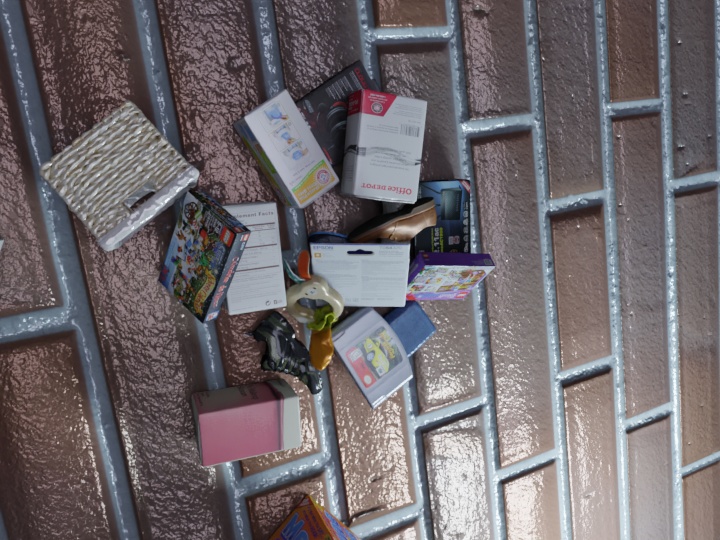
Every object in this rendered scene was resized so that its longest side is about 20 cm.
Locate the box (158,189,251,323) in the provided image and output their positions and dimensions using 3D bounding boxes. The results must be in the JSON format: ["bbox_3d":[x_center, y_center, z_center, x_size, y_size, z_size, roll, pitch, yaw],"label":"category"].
[{"bbox_3d":[-0.288,-0.025,1.006,0.038,0.136,0.202,-18,141,-56],"label":"box"}]

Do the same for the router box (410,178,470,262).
[{"bbox_3d":[0.175,-0.106,1.265,0.148,0.062,0.203,-6,99,-20],"label":"router box"}]

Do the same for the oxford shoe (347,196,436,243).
[{"bbox_3d":[0.071,-0.086,1.150,0.197,0.071,0.072,-20,112,-6],"label":"oxford shoe"}]

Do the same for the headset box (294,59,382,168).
[{"bbox_3d":[-0.036,-0.323,1.142,0.199,0.075,0.150,-37,109,-14],"label":"headset box"}]

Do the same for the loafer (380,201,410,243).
[{"bbox_3d":[0.083,-0.144,1.210,0.070,0.069,0.203,-28,119,-62],"label":"loafer"}]

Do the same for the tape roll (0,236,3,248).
[{"bbox_3d":[-0.680,-0.014,0.845,0.200,0.202,0.141,20,88,-23],"label":"tape roll"}]

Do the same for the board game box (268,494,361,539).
[{"bbox_3d":[-0.089,0.657,1.175,0.200,0.199,0.200,-46,110,-10],"label":"board game box"}]

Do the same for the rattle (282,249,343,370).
[{"bbox_3d":[-0.107,0.079,1.085,0.128,0.201,0.144,16,58,13],"label":"rattle"}]

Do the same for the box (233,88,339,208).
[{"bbox_3d":[-0.146,-0.232,1.087,0.101,0.112,0.201,-37,109,-15],"label":"box"}]

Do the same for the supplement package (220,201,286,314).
[{"bbox_3d":[-0.221,-0.030,1.080,0.116,0.117,0.203,-8,99,-19],"label":"supplement package"}]

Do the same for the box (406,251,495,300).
[{"bbox_3d":[0.185,0.014,1.237,0.197,0.137,0.040,1,55,-30],"label":"box"}]

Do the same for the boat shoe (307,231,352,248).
[{"bbox_3d":[-0.021,-0.025,1.177,0.198,0.084,0.070,18,66,-21],"label":"boat shoe"}]

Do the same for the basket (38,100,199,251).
[{"bbox_3d":[-0.404,-0.156,0.949,0.198,0.200,0.161,-43,104,-12],"label":"basket"}]

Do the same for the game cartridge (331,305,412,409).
[{"bbox_3d":[0.027,0.184,1.206,0.133,0.041,0.201,-36,104,-17],"label":"game cartridge"}]

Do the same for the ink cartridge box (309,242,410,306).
[{"bbox_3d":[0.000,0.000,1.121,0.193,0.044,0.202,1,138,0],"label":"ink cartridge box"}]

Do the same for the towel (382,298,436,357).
[{"bbox_3d":[0.071,0.159,1.262,0.199,0.048,0.112,-38,105,-13],"label":"towel"}]

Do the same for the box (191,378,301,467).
[{"bbox_3d":[-0.230,0.300,1.111,0.197,0.128,0.111,-6,98,-22],"label":"box"}]

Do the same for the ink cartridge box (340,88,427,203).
[{"bbox_3d":[0.044,-0.242,1.101,0.143,0.083,0.203,3,97,-24],"label":"ink cartridge box"}]

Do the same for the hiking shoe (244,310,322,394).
[{"bbox_3d":[-0.158,0.189,1.166,0.100,0.076,0.201,-33,99,-7],"label":"hiking shoe"}]
